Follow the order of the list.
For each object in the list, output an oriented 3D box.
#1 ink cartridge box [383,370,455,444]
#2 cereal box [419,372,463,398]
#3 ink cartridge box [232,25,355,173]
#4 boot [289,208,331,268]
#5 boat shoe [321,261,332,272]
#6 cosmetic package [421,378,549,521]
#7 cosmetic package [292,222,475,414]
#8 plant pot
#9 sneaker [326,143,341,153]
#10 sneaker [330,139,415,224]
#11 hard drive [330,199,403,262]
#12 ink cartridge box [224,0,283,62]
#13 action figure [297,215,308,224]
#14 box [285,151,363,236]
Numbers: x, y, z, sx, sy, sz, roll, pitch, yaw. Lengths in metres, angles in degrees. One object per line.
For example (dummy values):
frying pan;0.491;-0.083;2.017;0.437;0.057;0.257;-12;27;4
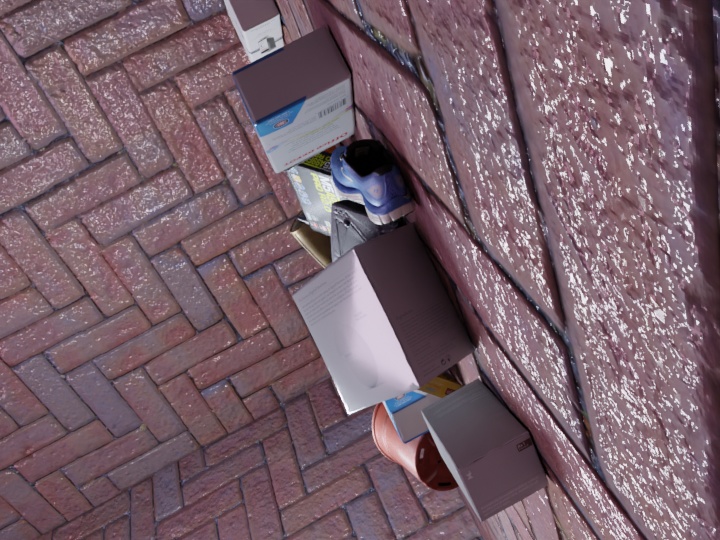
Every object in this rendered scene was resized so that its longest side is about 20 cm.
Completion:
ink cartridge box;0.109;0.235;1.436;0.086;0.142;0.200;66;176;-24
cereal box;0.084;0.169;1.318;0.142;0.040;0.200;23;-172;-32
ink cartridge box;-0.087;-0.233;1.004;0.086;0.142;0.200;62;176;11
boot;-0.057;-0.072;1.584;0.201;0.065;0.177;51;-142;-25
boat shoe;0.000;0.000;1.245;0.061;0.199;0.076;15;-128;-36
cosmetic package;0.162;0.235;0.960;0.092;0.105;0.200;64;178;-16
cosmetic package;0.027;0.072;1.020;0.199;0.122;0.203;-32;84;53
plant pot;0.146;0.349;1.489;0.204;0.198;0.195;64;168;-16
sneaker;-0.042;-0.173;1.345;0.201;0.076;0.074;59;173;44
sneaker;0.009;-0.137;0.932;0.200;0.077;0.091;44;154;57
hard drive;0.016;-0.013;1.129;0.133;0.042;0.204;21;134;27
ink cartridge box;-0.223;-0.529;1.440;0.149;0.081;0.200;64;176;0
action figure;-0.043;-0.104;1.527;0.193;0.104;0.202;41;-163;-39
box;-0.038;-0.121;1.221;0.157;0.045;0.201;22;155;25
